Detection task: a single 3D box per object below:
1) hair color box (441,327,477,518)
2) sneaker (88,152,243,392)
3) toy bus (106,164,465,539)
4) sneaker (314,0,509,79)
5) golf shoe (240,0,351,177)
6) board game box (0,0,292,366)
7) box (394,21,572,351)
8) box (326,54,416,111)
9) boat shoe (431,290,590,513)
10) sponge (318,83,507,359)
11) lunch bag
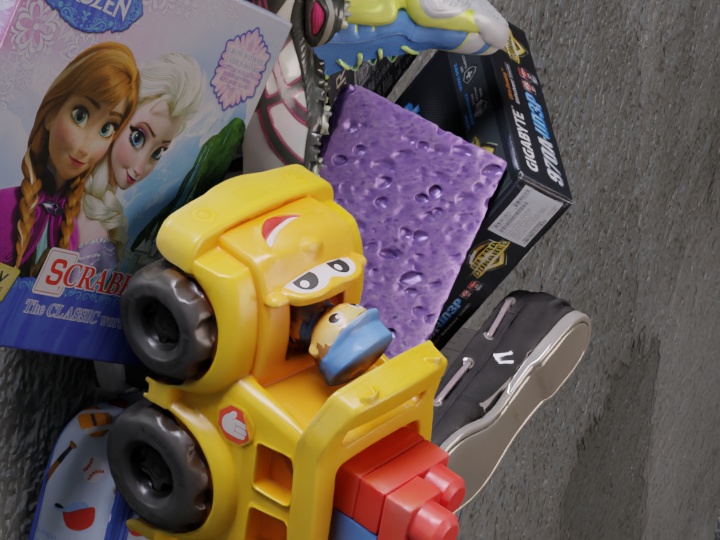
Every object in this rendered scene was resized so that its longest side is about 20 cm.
[{"bbox_3d":[0.035,0.139,1.494,0.061,0.100,0.201,43,62,-67],"label":"hair color box"},{"bbox_3d":[-0.087,0.004,1.144,0.200,0.079,0.074,-62,154,-45],"label":"sneaker"},{"bbox_3d":[-0.019,0.072,0.992,0.136,0.192,0.201,-24,132,-44],"label":"toy bus"},{"bbox_3d":[-0.012,-0.148,1.168,0.105,0.199,0.076,-61,-155,21],"label":"sneaker"},{"bbox_3d":[-0.056,-0.111,1.099,0.077,0.088,0.201,-105,-157,-70],"label":"golf shoe"},{"bbox_3d":[-0.137,-0.058,0.934,0.200,0.041,0.200,13,103,-59],"label":"board game box"},{"bbox_3d":[0.062,-0.060,1.298,0.159,0.046,0.200,-49,-150,30],"label":"box"},{"bbox_3d":[-0.010,-0.196,1.276,0.160,0.043,0.200,-56,150,-43],"label":"box"},{"bbox_3d":[0.067,0.089,1.223,0.200,0.057,0.067,-45,143,-25],"label":"boat shoe"},{"bbox_3d":[0.000,0.000,1.181,0.201,0.111,0.030,-66,-162,0],"label":"sponge"},{"bbox_3d":[-0.121,0.154,1.152,0.200,0.075,0.161,-1,104,-67],"label":"lunch bag"}]
